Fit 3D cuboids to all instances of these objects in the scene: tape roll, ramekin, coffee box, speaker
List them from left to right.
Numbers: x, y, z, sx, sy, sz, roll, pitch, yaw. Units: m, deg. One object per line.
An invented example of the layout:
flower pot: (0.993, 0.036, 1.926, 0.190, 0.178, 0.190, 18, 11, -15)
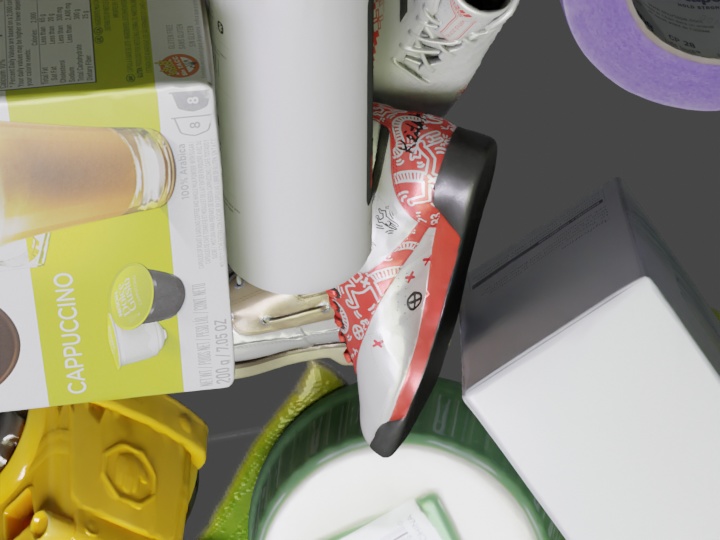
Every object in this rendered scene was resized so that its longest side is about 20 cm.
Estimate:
coffee box: (-0.172, -0.068, 1.367, 0.197, 0.200, 0.200, -6, 132, -5)
speaker: (-0.033, -0.083, 1.350, 0.081, 0.081, 0.201, -6, 135, -5)
ramekin: (0.027, 0.170, 1.630, 0.199, 0.098, 0.201, 1, 102, 4)
tape roll: (0.191, -0.184, 1.406, 0.199, 0.085, 0.201, -6, 133, -6)

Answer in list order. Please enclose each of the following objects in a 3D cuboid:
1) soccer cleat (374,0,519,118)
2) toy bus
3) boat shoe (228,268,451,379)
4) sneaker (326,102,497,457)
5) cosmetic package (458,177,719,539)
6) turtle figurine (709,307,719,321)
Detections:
soccer cleat: (0.047, -0.140, 1.421, 0.068, 0.085, 0.200, 8, 130, -18)
toy bus: (-0.185, 0.179, 1.584, 0.135, 0.193, 0.200, 25, 131, -31)
boat shoe: (-0.049, 0.015, 1.562, 0.199, 0.075, 0.069, -6, 117, -5)
sneaker: (0.000, -0.001, 1.496, 0.107, 0.067, 0.202, 20, 121, 10)
cosmetic package: (0.156, 0.082, 1.516, 0.123, 0.200, 0.200, -33, 104, 11)
turtle figurine: (0.183, 0.076, 1.658, 0.199, 0.065, 0.161, 18, 126, -25)
